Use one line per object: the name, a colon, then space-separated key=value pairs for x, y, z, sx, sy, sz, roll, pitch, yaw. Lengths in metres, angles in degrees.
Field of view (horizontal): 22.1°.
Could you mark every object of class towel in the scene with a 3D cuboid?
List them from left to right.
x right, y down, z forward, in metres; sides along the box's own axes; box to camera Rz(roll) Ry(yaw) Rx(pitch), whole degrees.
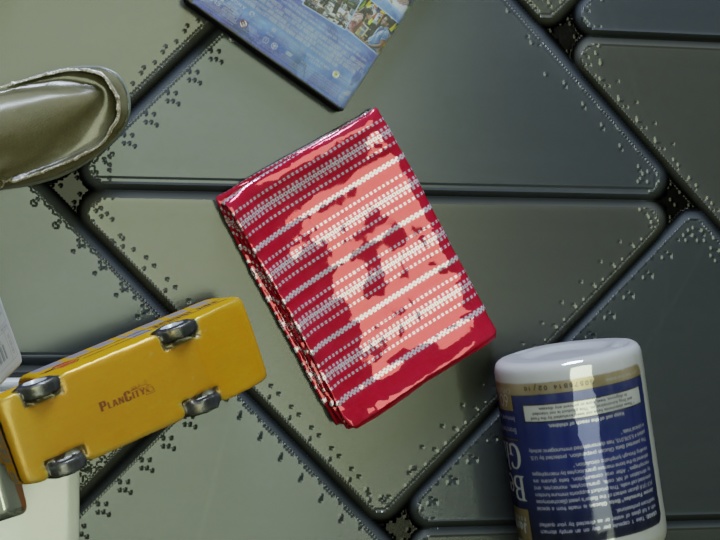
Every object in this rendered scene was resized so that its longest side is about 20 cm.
towel: x=0.000 y=0.000 z=1.366 sx=0.144 sy=0.022 sz=0.200 roll=-30 pitch=99 yaw=-12

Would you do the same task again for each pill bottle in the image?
pill bottle: x=0.166 y=0.157 z=1.367 sx=0.111 sy=0.111 sz=0.201 roll=-10 pitch=94 yaw=-14

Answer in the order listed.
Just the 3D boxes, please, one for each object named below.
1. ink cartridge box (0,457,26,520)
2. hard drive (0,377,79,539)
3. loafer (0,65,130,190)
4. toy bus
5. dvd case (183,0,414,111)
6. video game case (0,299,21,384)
ink cartridge box: x=-0.331 y=0.092 z=1.258 sx=0.162 sy=0.050 sz=0.200 roll=-17 pitch=80 yaw=5
hard drive: x=-0.264 y=0.177 z=1.301 sx=0.132 sy=0.026 sz=0.201 roll=0 pitch=92 yaw=-14
loafer: x=-0.250 y=-0.087 z=1.273 sx=0.200 sy=0.070 sz=0.075 roll=-24 pitch=97 yaw=-12
toy bus: x=-0.163 y=0.080 z=1.269 sx=0.200 sy=0.078 sz=0.065 roll=-23 pitch=101 yaw=-30
dvd case: x=-0.018 y=-0.238 z=1.355 sx=0.143 sy=0.018 sz=0.200 roll=34 pitch=84 yaw=-12
video game case: x=-0.295 y=0.035 z=1.131 sx=0.200 sy=0.023 sz=0.183 roll=-51 pitch=135 yaw=-48
